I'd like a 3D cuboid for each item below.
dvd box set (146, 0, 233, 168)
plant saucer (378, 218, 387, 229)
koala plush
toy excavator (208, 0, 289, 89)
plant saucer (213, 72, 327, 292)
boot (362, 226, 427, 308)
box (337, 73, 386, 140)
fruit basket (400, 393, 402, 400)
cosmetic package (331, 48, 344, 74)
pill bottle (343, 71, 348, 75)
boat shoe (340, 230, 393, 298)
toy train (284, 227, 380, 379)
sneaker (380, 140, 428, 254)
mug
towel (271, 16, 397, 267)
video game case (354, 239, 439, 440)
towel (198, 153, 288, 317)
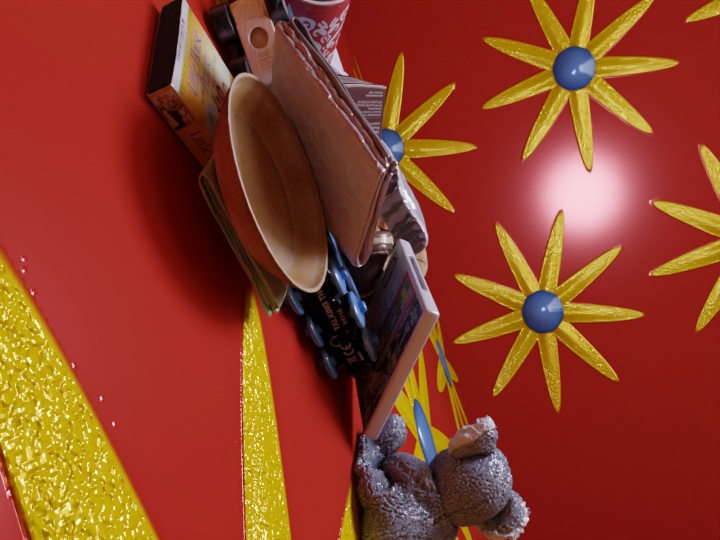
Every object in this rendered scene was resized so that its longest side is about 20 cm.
[{"bbox_3d":[-0.147,-0.157,0.587,0.202,0.028,0.150,59,17,-50],"label":"dvd box set"},{"bbox_3d":[-0.016,-0.084,0.929,0.198,0.036,0.209,-7,99,-57],"label":"plant saucer"},{"bbox_3d":[0.104,0.281,0.697,0.184,0.194,0.183,-52,122,-77],"label":"koala plush"},{"bbox_3d":[-0.121,-0.280,0.794,0.200,0.097,0.201,-97,168,-78],"label":"toy excavator"},{"bbox_3d":[-0.084,-0.075,0.518,0.200,0.034,0.208,-17,91,-76],"label":"plant saucer"},{"bbox_3d":[0.060,0.006,0.947,0.198,0.064,0.183,14,69,-58],"label":"boot"},{"bbox_3d":[-0.026,-0.155,0.758,0.100,0.073,0.207,36,-54,49],"label":"box"},{"bbox_3d":[0.048,0.112,1.053,0.189,0.090,0.205,-95,178,-50],"label":"fruit basket"},{"bbox_3d":[-0.097,-0.397,1.060,0.200,0.099,0.076,-57,126,-78],"label":"cosmetic package"},{"bbox_3d":[-0.045,-0.339,1.192,0.112,0.107,0.205,57,18,-49],"label":"pill bottle"},{"bbox_3d":[0.006,-0.001,0.773,0.202,0.072,0.078,134,-50,-78],"label":"boat shoe"},{"bbox_3d":[-0.036,0.041,0.698,0.116,0.084,0.204,-102,169,-59],"label":"toy train"},{"bbox_3d":[0.051,-0.125,0.925,0.205,0.073,0.082,65,17,-9],"label":"sneaker"},{"bbox_3d":[-0.103,-0.391,0.845,0.136,0.173,0.201,-63,-178,-25],"label":"mug"},{"bbox_3d":[-0.037,-0.127,0.593,0.203,0.032,0.192,57,-22,17],"label":"towel"},{"bbox_3d":[0.038,0.088,0.753,0.184,0.022,0.205,-104,-146,-60],"label":"video game case"},{"bbox_3d":[-0.101,-0.073,0.569,0.203,0.023,0.156,-83,155,-55],"label":"towel"}]
